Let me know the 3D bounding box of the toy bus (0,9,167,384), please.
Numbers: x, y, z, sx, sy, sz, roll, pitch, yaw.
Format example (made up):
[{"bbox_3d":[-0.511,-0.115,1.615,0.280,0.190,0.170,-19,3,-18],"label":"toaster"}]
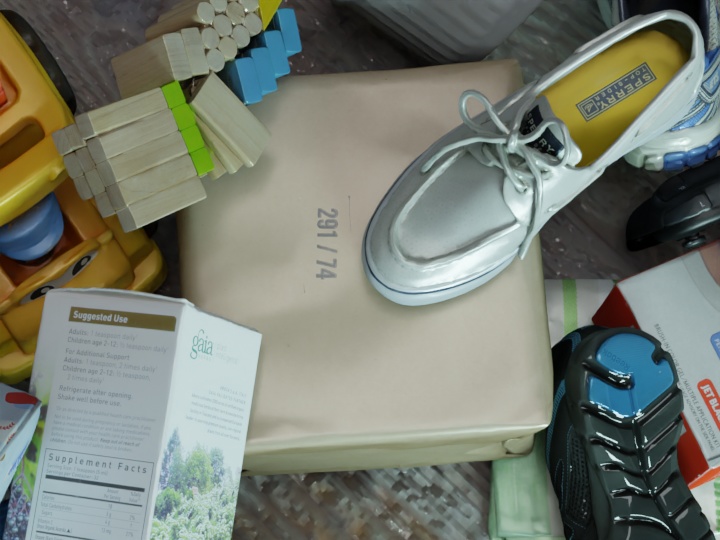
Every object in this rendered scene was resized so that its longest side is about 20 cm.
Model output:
[{"bbox_3d":[-0.194,-0.060,0.884,0.135,0.192,0.200,-35,84,-13],"label":"toy bus"}]

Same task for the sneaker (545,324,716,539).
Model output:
[{"bbox_3d":[0.139,0.126,0.913,0.073,0.082,0.202,-6,95,-15],"label":"sneaker"}]

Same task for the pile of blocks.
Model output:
[{"bbox_3d":[-0.085,-0.093,0.871,0.082,0.062,0.200,48,53,-23],"label":"pile of blocks"}]

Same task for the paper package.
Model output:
[{"bbox_3d":[0.000,0.000,0.922,0.189,0.104,0.201,-4,76,0],"label":"paper package"}]

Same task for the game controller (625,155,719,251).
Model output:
[{"bbox_3d":[0.242,-0.056,0.965,0.199,0.104,0.042,-22,80,-9],"label":"game controller"}]

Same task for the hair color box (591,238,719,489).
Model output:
[{"bbox_3d":[0.241,0.027,0.945,0.199,0.064,0.111,-22,75,-15],"label":"hair color box"}]

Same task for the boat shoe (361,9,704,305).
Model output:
[{"bbox_3d":[0.085,-0.059,0.837,0.201,0.086,0.075,-33,78,-3],"label":"boat shoe"}]

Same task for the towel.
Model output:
[{"bbox_3d":[0.169,0.080,0.971,0.198,0.023,0.154,0,76,-3],"label":"towel"}]

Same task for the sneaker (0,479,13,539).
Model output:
[{"bbox_3d":[-0.237,0.148,0.901,0.200,0.087,0.075,-38,127,3],"label":"sneaker"}]

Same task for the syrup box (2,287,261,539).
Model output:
[{"bbox_3d":[-0.111,0.114,0.815,0.081,0.079,0.201,3,80,24],"label":"syrup box"}]

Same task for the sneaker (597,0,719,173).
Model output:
[{"bbox_3d":[0.170,-0.153,0.961,0.076,0.085,0.201,-7,49,7],"label":"sneaker"}]

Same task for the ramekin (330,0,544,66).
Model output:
[{"bbox_3d":[0.077,-0.197,0.942,0.094,0.202,0.203,42,77,-6],"label":"ramekin"}]

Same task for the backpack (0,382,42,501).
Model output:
[{"bbox_3d":[-0.239,0.098,0.762,0.154,0.190,0.200,41,48,-5],"label":"backpack"}]
